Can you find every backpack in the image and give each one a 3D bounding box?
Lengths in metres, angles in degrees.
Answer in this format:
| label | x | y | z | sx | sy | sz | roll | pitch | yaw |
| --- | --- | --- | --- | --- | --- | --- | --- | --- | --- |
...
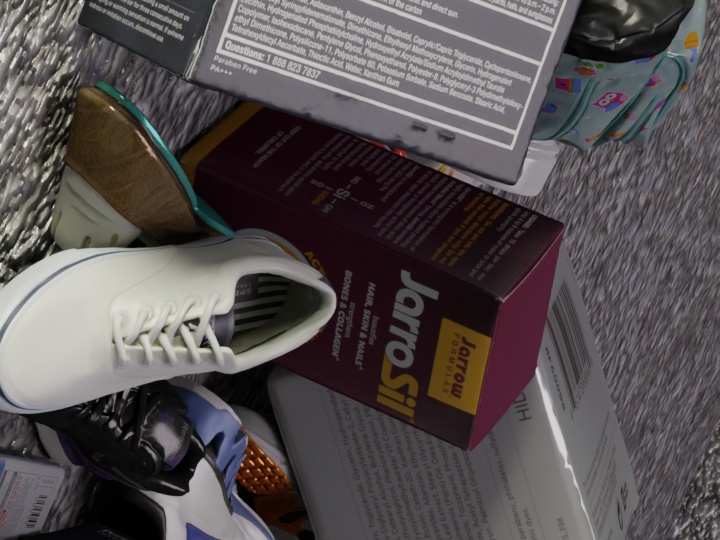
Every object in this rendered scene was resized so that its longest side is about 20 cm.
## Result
| label | x | y | z | sx | sy | sz | roll | pitch | yaw |
| --- | --- | --- | --- | --- | --- | --- | --- | --- | --- |
| backpack | 0.117 | -0.140 | 1.314 | 0.200 | 0.126 | 0.167 | 111 | -11 | -65 |

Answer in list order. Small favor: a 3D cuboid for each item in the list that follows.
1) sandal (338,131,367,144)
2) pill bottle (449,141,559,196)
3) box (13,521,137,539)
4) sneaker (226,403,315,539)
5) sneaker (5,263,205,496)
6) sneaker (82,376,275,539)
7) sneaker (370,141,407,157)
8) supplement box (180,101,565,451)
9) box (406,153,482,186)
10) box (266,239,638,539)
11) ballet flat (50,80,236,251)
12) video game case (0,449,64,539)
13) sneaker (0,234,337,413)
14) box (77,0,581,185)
| label | x | y | z | sx | sy | sz | roll | pitch | yaw |
| --- | --- | --- | --- | --- | --- | --- | --- | --- | --- |
| sandal | 0.035 | -0.136 | 1.421 | 0.082 | 0.050 | 0.203 | -28 | -150 | 43 |
| pill bottle | 0.110 | -0.154 | 1.484 | 0.201 | 0.119 | 0.120 | -65 | 163 | 14 |
| box | -0.106 | 0.218 | 1.225 | 0.104 | 0.199 | 0.182 | -69 | 163 | 6 |
| sneaker | -0.061 | 0.113 | 1.542 | 0.200 | 0.075 | 0.092 | 59 | 31 | -61 |
| sneaker | -0.126 | 0.059 | 1.228 | 0.076 | 0.087 | 0.200 | -63 | 161 | -13 |
| sneaker | -0.116 | 0.160 | 1.416 | 0.115 | 0.080 | 0.200 | -52 | 150 | -30 |
| sneaker | 0.013 | -0.055 | 1.462 | 0.202 | 0.108 | 0.067 | -63 | 162 | -13 |
| supplement box | 0.000 | 0.000 | 1.337 | 0.086 | 0.199 | 0.111 | -45 | 153 | -48 |
| box | 0.048 | -0.071 | 1.655 | 0.200 | 0.041 | 0.039 | -28 | 138 | -65 |
| box | 0.064 | 0.110 | 1.539 | 0.199 | 0.171 | 0.201 | -52 | 127 | -72 |
| ballet flat | -0.116 | -0.028 | 1.219 | 0.072 | 0.068 | 0.200 | -45 | 163 | -5 |
| video game case | -0.226 | 0.179 | 1.195 | 0.201 | 0.022 | 0.182 | -66 | 162 | -1 |
| sneaker | -0.094 | 0.021 | 1.155 | 0.200 | 0.071 | 0.073 | -20 | 112 | -43 |
| box | 0.004 | -0.169 | 1.145 | 0.200 | 0.123 | 0.199 | 16 | 99 | -36 |
